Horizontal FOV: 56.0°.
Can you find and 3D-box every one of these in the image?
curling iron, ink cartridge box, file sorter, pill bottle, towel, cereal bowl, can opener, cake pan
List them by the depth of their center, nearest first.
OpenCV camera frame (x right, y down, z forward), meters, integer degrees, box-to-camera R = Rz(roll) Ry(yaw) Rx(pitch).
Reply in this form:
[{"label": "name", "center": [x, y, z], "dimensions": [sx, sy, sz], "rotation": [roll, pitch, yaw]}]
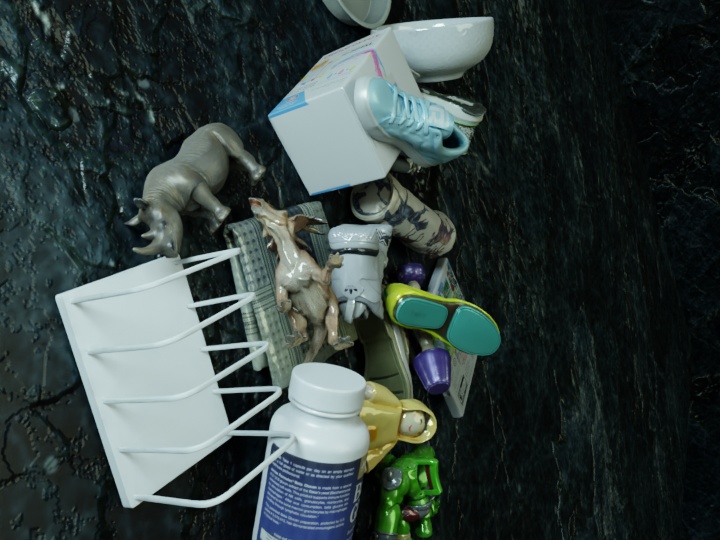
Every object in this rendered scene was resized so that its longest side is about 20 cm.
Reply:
[{"label": "file sorter", "center": [-0.160, 0.093, 0.627], "dimensions": [0.138, 0.122, 0.205], "rotation": [-27, 105, -54]}, {"label": "pill bottle", "center": [-0.049, 0.209, 0.721], "dimensions": [0.110, 0.109, 0.206], "rotation": [-4, 107, -55]}, {"label": "towel", "center": [-0.082, 0.026, 0.841], "dimensions": [0.191, 0.034, 0.205], "rotation": [-25, 102, -57]}, {"label": "ink cartridge box", "center": [-0.008, -0.220, 0.910], "dimensions": [0.127, 0.126, 0.202], "rotation": [59, 40, -28]}, {"label": "cake pan", "center": [-0.019, -0.464, 1.022], "dimensions": [0.198, 0.036, 0.206], "rotation": [17, 69, -53]}, {"label": "curling iron", "center": [0.061, 0.088, 1.034], "dimensions": [0.202, 0.025, 0.050], "rotation": [56, 34, -32]}, {"label": "can opener", "center": [0.060, -0.181, 1.044], "dimensions": [0.066, 0.053, 0.200], "rotation": [40, 16, 7]}, {"label": "cereal bowl", "center": [0.112, -0.345, 1.063], "dimensions": [0.199, 0.196, 0.086], "rotation": [-36, 128, -52]}]

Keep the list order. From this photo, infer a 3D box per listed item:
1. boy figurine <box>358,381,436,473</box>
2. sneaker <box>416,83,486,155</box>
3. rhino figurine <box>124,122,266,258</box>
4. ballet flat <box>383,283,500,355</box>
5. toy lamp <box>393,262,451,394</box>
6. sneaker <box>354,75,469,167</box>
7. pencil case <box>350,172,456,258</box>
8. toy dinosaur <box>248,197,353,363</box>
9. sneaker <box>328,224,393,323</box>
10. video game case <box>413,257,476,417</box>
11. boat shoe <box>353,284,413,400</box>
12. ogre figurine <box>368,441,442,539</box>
[{"label": "boy figurine", "center": [0.012, 0.204, 0.859], "dimensions": [0.196, 0.064, 0.128], "rotation": [4, 99, -36]}, {"label": "sneaker", "center": [0.090, -0.227, 1.021], "dimensions": [0.076, 0.197, 0.091], "rotation": [-20, 128, -49]}, {"label": "rhino figurine", "center": [-0.173, -0.080, 0.694], "dimensions": [0.087, 0.060, 0.202], "rotation": [41, 47, -11]}, {"label": "ballet flat", "center": [0.111, 0.061, 0.935], "dimensions": [0.197, 0.067, 0.068], "rotation": [21, 101, -31]}, {"label": "toy lamp", "center": [0.092, 0.083, 0.989], "dimensions": [0.058, 0.057, 0.204], "rotation": [35, 33, -46]}, {"label": "sneaker", "center": [0.070, -0.191, 0.834], "dimensions": [0.198, 0.080, 0.076], "rotation": [17, 69, -53]}, {"label": "pencil case", "center": [0.065, -0.084, 1.031], "dimensions": [0.198, 0.089, 0.079], "rotation": [27, 96, -49]}, {"label": "toy dinosaur", "center": [-0.062, 0.015, 0.780], "dimensions": [0.136, 0.084, 0.204], "rotation": [-115, -168, -59]}, {"label": "sneaker", "center": [0.000, 0.000, 0.884], "dimensions": [0.200, 0.073, 0.119], "rotation": [-30, 122, -78]}, {"label": "video game case", "center": [0.150, 0.109, 1.139], "dimensions": [0.185, 0.022, 0.201], "rotation": [64, 30, -24]}, {"label": "boat shoe", "center": [0.041, 0.118, 0.956], "dimensions": [0.068, 0.073, 0.206], "rotation": [-34, 117, -57]}, {"label": "ogre figurine", "center": [0.067, 0.313, 0.936], "dimensions": [0.197, 0.097, 0.124], "rotation": [-3, 97, -44]}]
